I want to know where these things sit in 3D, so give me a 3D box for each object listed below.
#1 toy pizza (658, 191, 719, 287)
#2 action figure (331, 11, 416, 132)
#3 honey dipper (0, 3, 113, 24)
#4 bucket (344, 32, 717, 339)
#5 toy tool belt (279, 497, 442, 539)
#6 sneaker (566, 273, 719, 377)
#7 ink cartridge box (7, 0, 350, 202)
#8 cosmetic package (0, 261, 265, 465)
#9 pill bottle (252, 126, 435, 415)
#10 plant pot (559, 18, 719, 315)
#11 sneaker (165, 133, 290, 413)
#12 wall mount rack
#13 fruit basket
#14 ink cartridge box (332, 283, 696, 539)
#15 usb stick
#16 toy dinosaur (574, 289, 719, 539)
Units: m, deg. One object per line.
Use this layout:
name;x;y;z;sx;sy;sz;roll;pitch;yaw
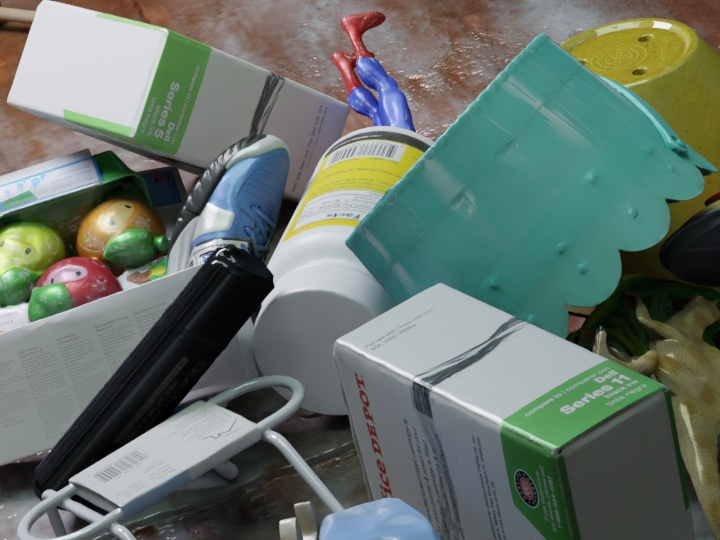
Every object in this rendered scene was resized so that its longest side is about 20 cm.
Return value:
toy pizza;0.277;-0.034;1.548;0.200;0.200;0.032;-8;73;-3
action figure;0.052;-0.100;1.853;0.099;0.065;0.200;-5;52;-16
honey dipper;-0.296;-0.227;2.317;0.200;0.038;0.038;12;38;34
bucket;0.098;-0.034;1.541;0.207;0.135;0.207;-46;-1;-1
toy tool belt;0.008;0.171;1.348;0.125;0.123;0.200;-19;28;-7
sneaker;0.167;0.058;1.524;0.084;0.074;0.200;-5;29;27
ink cartridge box;-0.130;-0.120;1.869;0.145;0.084;0.200;17;-2;43
cosmetic package;-0.166;0.060;1.636;0.200;0.083;0.051;-18;2;15
pill bottle;0.000;0.000;1.670;0.114;0.114;0.200;-5;30;19
plant pot;0.185;-0.082;1.696;0.200;0.142;0.200;-12;28;6
sneaker;-0.087;0.006;1.691;0.077;0.076;0.200;20;84;32
wall mount rack;-0.092;0.144;1.509;0.200;0.075;0.174;-31;28;-26
fruit basket;-0.200;-0.003;1.800;0.185;0.094;0.200;-18;31;-4
ink cartridge box;0.084;0.108;1.399;0.083;0.147;0.200;-29;32;-26
usb stick;-0.127;0.067;1.574;0.200;0.055;0.033;-50;58;12
toy dinosaur;0.174;0.068;1.438;0.101;0.058;0.200;10;44;-7
